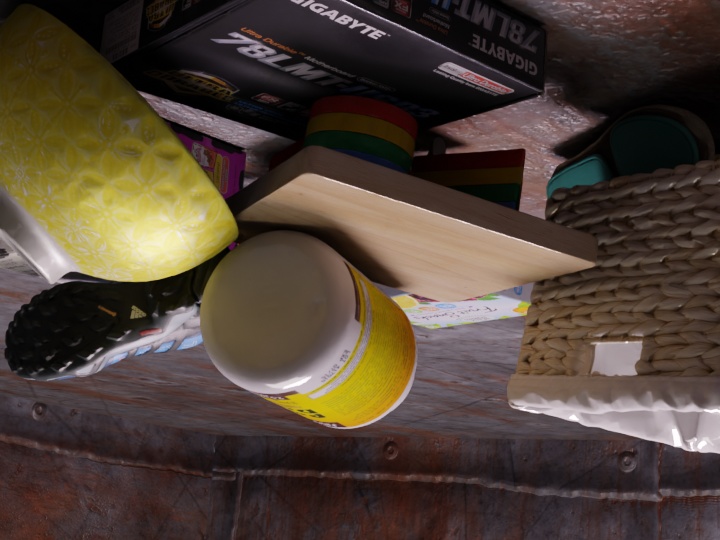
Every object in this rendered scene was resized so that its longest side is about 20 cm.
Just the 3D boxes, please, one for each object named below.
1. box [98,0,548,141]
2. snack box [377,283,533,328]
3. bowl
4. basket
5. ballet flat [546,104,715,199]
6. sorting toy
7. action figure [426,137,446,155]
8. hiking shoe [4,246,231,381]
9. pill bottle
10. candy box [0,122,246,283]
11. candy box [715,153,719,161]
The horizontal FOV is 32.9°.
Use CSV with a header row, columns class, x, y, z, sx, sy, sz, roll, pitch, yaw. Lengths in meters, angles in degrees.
class,x,y,z,sx,sy,sz,roll,pitch,yaw
box,-0.025,-0.133,0.738,0.200,0.050,0.198,15,165,-39
snack box,0.092,0.020,1.331,0.142,0.053,0.200,13,165,-36
bowl,-0.183,-0.056,0.769,0.200,0.108,0.200,42,167,12
basket,0.241,0.036,0.817,0.200,0.161,0.198,18,167,-30
ballet flat,0.204,-0.081,0.881,0.062,0.068,0.200,-20,-179,-22
sorting toy,0.025,-0.047,0.813,0.199,0.070,0.199,16,165,-21
action figure,-0.022,-0.069,0.984,0.200,0.055,0.118,-15,157,43
hiking shoe,-0.165,0.043,0.890,0.199,0.075,0.087,-18,152,17
pill bottle,-0.026,0.050,0.865,0.109,0.110,0.200,0,164,20
candy box,-0.187,-0.052,0.943,0.061,0.137,0.200,-9,160,43
candy box,0.357,-0.062,0.883,0.116,0.057,0.200,14,165,-37
